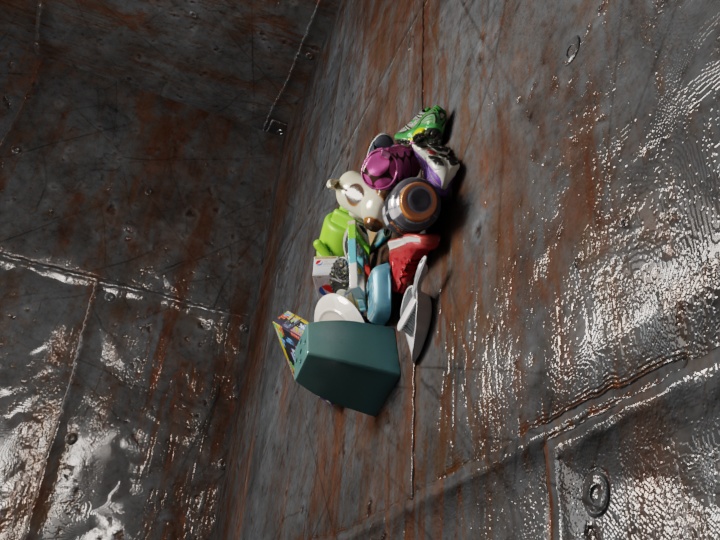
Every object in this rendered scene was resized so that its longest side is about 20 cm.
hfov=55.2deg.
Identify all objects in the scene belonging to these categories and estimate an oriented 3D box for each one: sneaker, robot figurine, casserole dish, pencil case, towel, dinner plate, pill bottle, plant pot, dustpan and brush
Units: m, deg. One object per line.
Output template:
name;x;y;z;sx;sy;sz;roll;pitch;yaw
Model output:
sneaker;-0.026;0.050;1.664;0.071;0.072;0.203;23;134;39
robot figurine;-0.058;-0.082;1.932;0.176;0.114;0.203;-50;-19;-54
casserole dish;0.039;0.055;1.534;0.200;0.038;0.124;107;162;-75
sneaker;0.148;-0.214;1.445;0.201;0.079;0.085;-101;19;-62
pencil case;0.070;-0.227;1.474;0.094;0.090;0.200;-56;-8;23
towel;0.044;-0.125;1.807;0.200;0.021;0.150;144;138;-66
sneaker;0.043;-0.259;1.811;0.080;0.077;0.204;-97;23;-77
dinner plate;-0.053;0.156;1.664;0.198;0.024;0.204;21;121;40
sneaker;0.144;-0.321;1.575;0.199;0.077;0.087;3;69;67
pill bottle;0.104;-0.128;1.386;0.200;0.104;0.108;153;132;-86
sneaker;0.113;-0.013;1.425;0.200;0.077;0.118;166;103;-76
sneaker;-0.002;-0.018;1.760;0.088;0.074;0.204;-131;38;-64
plant pot;-0.037;0.197;1.478;0.143;0.196;0.143;-95;25;-50
dustpan and brush;0.109;0.063;1.349;0.140;0.056;0.203;-102;31;-58

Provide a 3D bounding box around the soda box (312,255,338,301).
soda box;-0.079;0.048;1.837;0.202;0.067;0.065;80;-170;-51

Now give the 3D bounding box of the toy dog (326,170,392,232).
toy dog;0.032;-0.167;1.598;0.141;0.192;0.200;-58;32;7

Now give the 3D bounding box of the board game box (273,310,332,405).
board game box;-0.129;0.220;1.728;0.164;0.056;0.203;24;139;48

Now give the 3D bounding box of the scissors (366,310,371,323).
scissors;0.054;0.043;1.645;0.074;0.014;0.202;-95;26;-56

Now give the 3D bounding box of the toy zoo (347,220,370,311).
toy zoo;0.000;0.000;1.634;0.131;0.020;0.204;52;-148;-63
